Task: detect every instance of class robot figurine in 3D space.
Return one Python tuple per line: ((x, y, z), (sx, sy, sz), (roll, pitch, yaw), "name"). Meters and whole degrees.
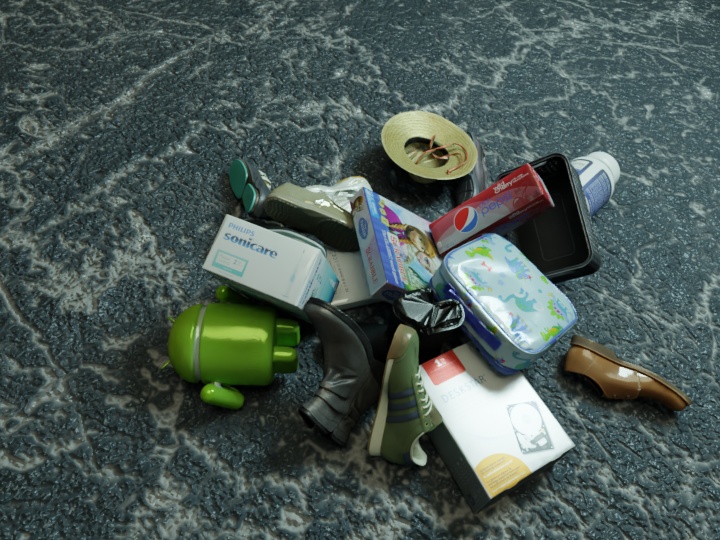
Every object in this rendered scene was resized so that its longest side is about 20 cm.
((-0.189, 0.108, 0.786), (0.196, 0.116, 0.178), (2, 65, -5), "robot figurine")

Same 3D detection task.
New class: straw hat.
((0.131, -0.227, 1.095), (0.198, 0.086, 0.204), (5, 56, -7), "straw hat")

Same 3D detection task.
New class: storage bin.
((0.326, -0.084, 0.935), (0.134, 0.093, 0.203), (-17, 74, 30), "storage bin")

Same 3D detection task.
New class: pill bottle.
((0.430, -0.155, 1.060), (0.111, 0.112, 0.199), (40, 59, 22), "pill bottle")

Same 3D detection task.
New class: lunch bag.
((0.210, 0.046, 0.809), (0.160, 0.083, 0.200), (-25, 64, -36), "lunch bag")

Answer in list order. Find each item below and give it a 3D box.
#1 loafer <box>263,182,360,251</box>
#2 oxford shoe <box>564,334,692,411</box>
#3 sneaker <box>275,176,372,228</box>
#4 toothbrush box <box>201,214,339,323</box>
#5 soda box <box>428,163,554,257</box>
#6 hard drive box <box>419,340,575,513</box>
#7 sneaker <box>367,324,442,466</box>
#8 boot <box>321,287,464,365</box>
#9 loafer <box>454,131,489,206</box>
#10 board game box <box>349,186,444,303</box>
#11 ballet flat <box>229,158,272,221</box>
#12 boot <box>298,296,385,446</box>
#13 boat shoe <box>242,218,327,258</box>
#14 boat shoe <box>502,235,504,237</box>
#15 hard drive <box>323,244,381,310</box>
((-0.067, -0.099, 0.926), (0.198, 0.076, 0.069), (25, 51, -15), "loafer")
((0.419, 0.179, 0.851), (0.198, 0.071, 0.072), (25, 82, 12), "oxford shoe")
((-0.058, -0.111, 0.993), (0.198, 0.076, 0.088), (-21, 65, -16), "sneaker")
((-0.122, 0.008, 0.794), (0.145, 0.200, 0.086), (21, 78, 9), "toothbrush box")
((0.219, -0.093, 0.909), (0.070, 0.199, 0.064), (19, 46, -52), "soda box")
((0.179, 0.214, 0.777), (0.154, 0.077, 0.201), (-21, 58, -21), "hard drive box")
((0.072, 0.177, 0.724), (0.089, 0.203, 0.067), (16, 19, 16), "sneaker")
((0.042, 0.085, 0.798), (0.197, 0.169, 0.077), (7, 56, -1), "boot")
((0.233, -0.198, 1.107), (0.062, 0.072, 0.203), (23, 53, -25), "loafer")
((0.081, -0.022, 0.895), (0.198, 0.041, 0.202), (21, 42, -38), "board game box")
((-0.197, -0.149, 1.004), (0.072, 0.074, 0.200), (-15, 36, -17), "ballet flat")
((-0.040, 0.145, 0.728), (0.132, 0.201, 0.069), (-47, 29, -22), "boot")
((-0.144, -0.052, 0.926), (0.197, 0.077, 0.060), (15, 33, 12), "boat shoe")
((0.234, 0.021, 0.941), (0.067, 0.072, 0.203), (-11, 57, 18), "boat shoe")
((0.000, 0.000, 0.946), (0.197, 0.026, 0.133), (-11, 55, -15), "hard drive")
